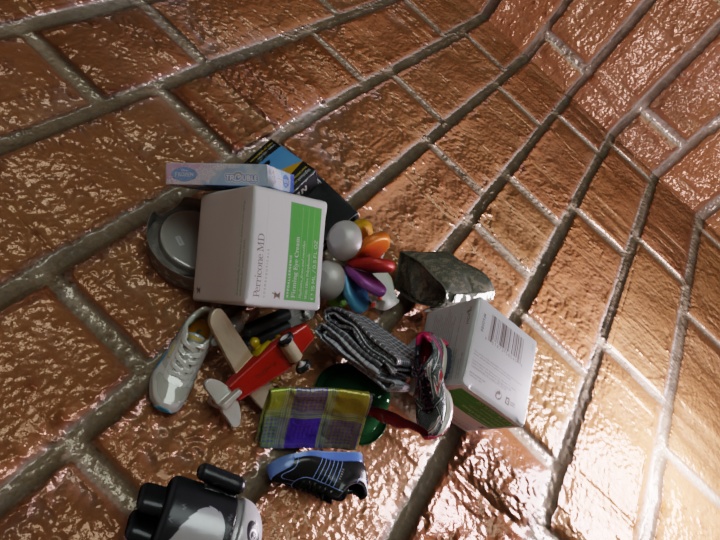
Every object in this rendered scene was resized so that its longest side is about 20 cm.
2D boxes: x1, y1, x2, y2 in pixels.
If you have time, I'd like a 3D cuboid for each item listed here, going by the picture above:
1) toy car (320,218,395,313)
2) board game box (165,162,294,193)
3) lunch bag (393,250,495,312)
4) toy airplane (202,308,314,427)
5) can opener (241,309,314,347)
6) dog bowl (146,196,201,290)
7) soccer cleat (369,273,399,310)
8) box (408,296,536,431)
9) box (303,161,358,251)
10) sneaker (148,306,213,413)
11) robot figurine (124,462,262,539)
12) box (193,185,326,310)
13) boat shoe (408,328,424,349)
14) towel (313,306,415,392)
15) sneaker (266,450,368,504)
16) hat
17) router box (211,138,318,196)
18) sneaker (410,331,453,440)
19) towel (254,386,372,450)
[{"bbox_3d":[0.000,0.000,1.266,0.148,0.205,0.174,27,7,29],"label":"toy car"},{"bbox_3d":[-0.247,-0.179,1.158,0.193,0.045,0.199,2,3,8],"label":"board game box"},{"bbox_3d":[0.200,0.035,1.401,0.160,0.121,0.199,-1,21,-34],"label":"lunch bag"},{"bbox_3d":[-0.194,0.180,1.068,0.194,0.206,0.141,11,6,-20],"label":"toy airplane"},{"bbox_3d":[-0.168,0.101,1.208,0.065,0.054,0.198,22,32,33],"label":"can opener"},{"bbox_3d":[-0.338,-0.051,1.194,0.195,0.059,0.204,18,48,-21],"label":"dog bowl"},{"bbox_3d":[0.027,0.002,1.402,0.076,0.069,0.204,-3,62,-47],"label":"soccer cleat"},{"bbox_3d":[0.239,0.205,1.256,0.197,0.170,0.204,35,58,-24],"label":"box"},{"bbox_3d":[-0.134,-0.122,1.312,0.192,0.048,0.200,-39,66,-15],"label":"box"},{"bbox_3d":[-0.311,0.152,1.040,0.075,0.081,0.204,26,47,-15],"label":"sneaker"},{"bbox_3d":[-0.242,0.383,0.874,0.196,0.152,0.126,24,33,-15],"label":"robot figurine"},{"bbox_3d":[-0.187,-0.036,1.089,0.168,0.197,0.206,8,85,-41],"label":"box"},{"bbox_3d":[0.183,0.160,1.380,0.199,0.071,0.067,-33,97,-51],"label":"boat shoe"},{"bbox_3d":[0.023,0.154,1.177,0.198,0.087,0.165,34,1,23],"label":"towel"},{"bbox_3d":[-0.070,0.369,1.043,0.195,0.071,0.079,7,48,-30],"label":"sneaker"},{"bbox_3d":[0.028,0.230,1.137,0.198,0.177,0.167,34,46,-6],"label":"hat"},{"bbox_3d":[-0.210,-0.178,1.292,0.148,0.052,0.200,34,68,21],"label":"router box"},{"bbox_3d":[0.126,0.217,1.119,0.074,0.079,0.205,35,47,-43],"label":"sneaker"},{"bbox_3d":[-0.081,0.267,1.053,0.194,0.147,0.023,9,30,-19],"label":"towel"}]
